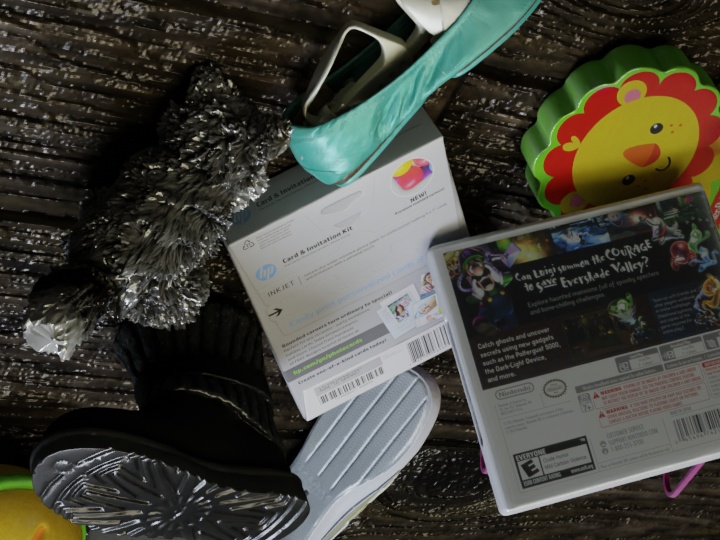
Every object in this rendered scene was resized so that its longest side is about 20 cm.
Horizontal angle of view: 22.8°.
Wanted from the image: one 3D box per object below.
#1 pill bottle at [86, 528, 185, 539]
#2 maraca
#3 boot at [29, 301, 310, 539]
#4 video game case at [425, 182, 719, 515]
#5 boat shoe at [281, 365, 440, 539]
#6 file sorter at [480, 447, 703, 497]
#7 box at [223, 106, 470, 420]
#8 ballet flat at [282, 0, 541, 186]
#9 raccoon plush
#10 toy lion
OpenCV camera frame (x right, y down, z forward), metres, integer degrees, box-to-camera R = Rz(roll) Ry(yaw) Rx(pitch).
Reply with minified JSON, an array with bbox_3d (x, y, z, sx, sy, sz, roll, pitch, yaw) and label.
[{"bbox_3d":[-0.122,0.242,1.320,0.113,0.114,0.200,-28,139,-3],"label":"pill bottle"},{"bbox_3d":[-0.255,0.210,1.212,0.136,0.107,0.201,-4,133,-25],"label":"maraca"},{"bbox_3d":[-0.131,0.085,1.125,0.079,0.158,0.211,-38,143,26],"label":"boot"},{"bbox_3d":[0.161,0.049,1.184,0.199,0.183,0.023,-13,167,-11],"label":"video game case"},{"bbox_3d":[-0.008,0.142,1.336,0.200,0.072,0.062,-47,161,23],"label":"boat shoe"},{"bbox_3d":[0.190,0.081,1.271,0.199,0.140,0.126,8,150,-6],"label":"file sorter"},{"bbox_3d":[0.000,0.000,1.207,0.155,0.041,0.200,-27,140,-5],"label":"box"},{"bbox_3d":[0.029,-0.135,1.072,0.200,0.067,0.070,-44,124,12],"label":"ballet flat"},{"bbox_3d":[-0.106,-0.030,1.019,0.096,0.200,0.134,32,114,-11],"label":"raccoon plush"},{"bbox_3d":[0.197,-0.067,1.248,0.190,0.069,0.201,0,132,-21],"label":"toy lion"}]
